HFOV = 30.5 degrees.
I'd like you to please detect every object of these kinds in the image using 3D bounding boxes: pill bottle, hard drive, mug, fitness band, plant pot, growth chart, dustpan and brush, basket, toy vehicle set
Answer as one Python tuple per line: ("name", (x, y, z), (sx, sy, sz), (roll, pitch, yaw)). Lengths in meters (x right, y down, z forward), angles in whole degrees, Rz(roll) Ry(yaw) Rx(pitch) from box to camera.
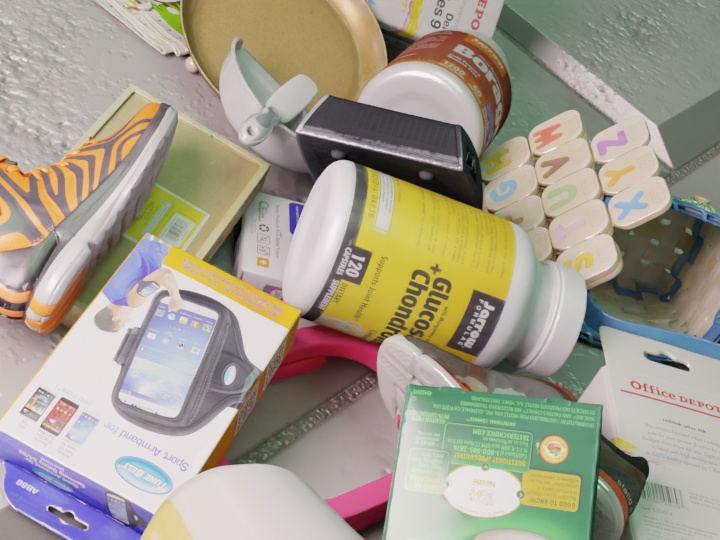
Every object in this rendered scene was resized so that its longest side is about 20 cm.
("pill bottle", (0.072, -0.148, 1.154), (0.111, 0.113, 0.200), (31, 28, 3))
("hard drive", (0.029, -0.073, 0.985), (0.133, 0.200, 0.043), (14, 79, 11))
("mug", (-0.064, 0.181, 0.684), (0.185, 0.151, 0.153), (5, 28, -34))
("fitness band", (-0.026, 0.105, 0.880), (0.199, 0.038, 0.144), (-16, 56, -41))
("plant pot", (-0.069, -0.201, 1.164), (0.198, 0.027, 0.202), (12, 61, -23))
("growth chart", (-0.181, -0.247, 1.197), (0.199, 0.018, 0.145), (36, 37, 7))
("pill bottle", (0.053, 0.006, 0.925), (0.198, 0.113, 0.113), (19, 38, -14))
("dustpan and brush", (-0.067, -0.119, 1.025), (0.139, 0.057, 0.200), (44, 30, -5))
("basket", (0.238, 0.010, 1.069), (0.174, 0.140, 0.201), (15, 30, -17))
("toy vehicle set", (-0.161, -0.039, 0.936), (0.123, 0.027, 0.201), (30, 48, 2))

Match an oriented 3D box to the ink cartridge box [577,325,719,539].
("ink cartridge box", (0.211, 0.142, 0.919), (0.116, 0.068, 0.201), (16, 41, -13))

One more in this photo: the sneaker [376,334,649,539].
("sneaker", (0.099, 0.101, 0.863), (0.199, 0.078, 0.082), (36, 45, 22))

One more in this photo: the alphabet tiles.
("alphabet tiles", (0.148, -0.049, 1.058), (0.015, 0.194, 0.201), (49, 24, -36))

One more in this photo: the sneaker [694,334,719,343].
("sneaker", (0.331, 0.090, 1.078), (0.075, 0.091, 0.201), (15, 41, -23))

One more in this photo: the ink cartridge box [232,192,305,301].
("ink cartridge box", (0.000, 0.000, 1.011), (0.198, 0.037, 0.095), (12, 40, -14))

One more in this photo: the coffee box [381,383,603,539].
("coffee box", (0.071, 0.171, 0.757), (0.121, 0.044, 0.202), (4, 68, 11))

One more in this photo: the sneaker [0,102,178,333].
("sneaker", (-0.202, -0.061, 0.866), (0.111, 0.078, 0.201), (29, 48, 0))

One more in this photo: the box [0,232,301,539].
("box", (-0.132, 0.076, 0.809), (0.118, 0.042, 0.201), (26, 48, 6))

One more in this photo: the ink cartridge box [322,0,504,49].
("ink cartridge box", (0.044, -0.298, 1.279), (0.198, 0.147, 0.087), (20, -1, -13))
